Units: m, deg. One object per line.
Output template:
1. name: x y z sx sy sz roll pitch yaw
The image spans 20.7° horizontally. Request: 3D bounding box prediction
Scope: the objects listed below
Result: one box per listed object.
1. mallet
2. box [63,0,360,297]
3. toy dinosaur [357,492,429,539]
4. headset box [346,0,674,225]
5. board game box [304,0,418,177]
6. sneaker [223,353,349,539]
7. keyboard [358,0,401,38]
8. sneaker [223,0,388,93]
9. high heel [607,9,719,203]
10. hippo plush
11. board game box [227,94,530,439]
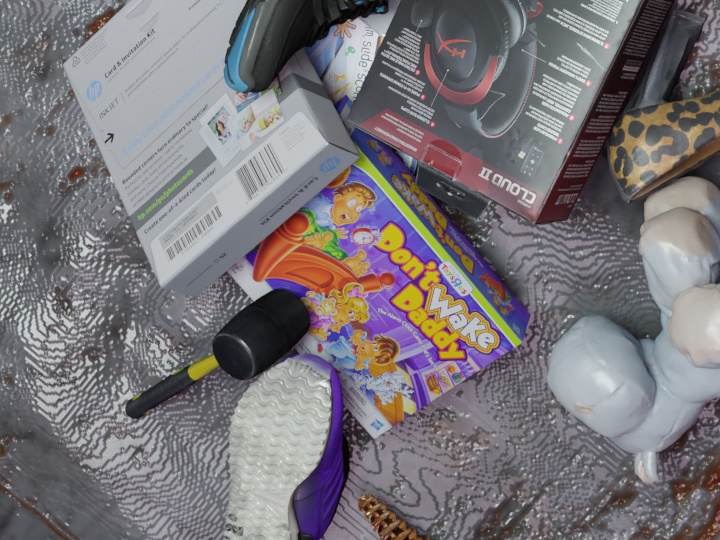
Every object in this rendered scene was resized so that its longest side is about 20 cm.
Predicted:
1. mallet: -0.103 0.063 1.371 0.041 0.066 0.200 55 147 -4
2. box: -0.104 -0.107 1.312 0.156 0.041 0.200 -40 60 21
3. toy dinosaur: 0.037 0.258 1.420 0.136 0.102 0.200 -21 80 -2
4. headset box: 0.094 -0.133 1.264 0.149 0.075 0.200 29 104 19
5. board game box: -0.018 -0.109 1.362 0.135 0.034 0.200 15 104 6
6. sneaker: -0.042 0.124 1.375 0.069 0.100 0.200 27 128 17
7. keyboard: 0.064 -0.244 1.313 0.056 0.011 0.200 39 93 -1
8. sneaker: -0.015 -0.184 1.250 0.082 0.073 0.200 36 67 -10
9. high heel: 0.265 -0.082 1.275 0.200 0.071 0.143 17 67 16
10. hippo plush: 0.212 0.042 1.326 0.200 0.159 0.161 25 132 -39
11. board game box: 0.000 0.000 1.340 0.134 0.045 0.200 -35 103 25
